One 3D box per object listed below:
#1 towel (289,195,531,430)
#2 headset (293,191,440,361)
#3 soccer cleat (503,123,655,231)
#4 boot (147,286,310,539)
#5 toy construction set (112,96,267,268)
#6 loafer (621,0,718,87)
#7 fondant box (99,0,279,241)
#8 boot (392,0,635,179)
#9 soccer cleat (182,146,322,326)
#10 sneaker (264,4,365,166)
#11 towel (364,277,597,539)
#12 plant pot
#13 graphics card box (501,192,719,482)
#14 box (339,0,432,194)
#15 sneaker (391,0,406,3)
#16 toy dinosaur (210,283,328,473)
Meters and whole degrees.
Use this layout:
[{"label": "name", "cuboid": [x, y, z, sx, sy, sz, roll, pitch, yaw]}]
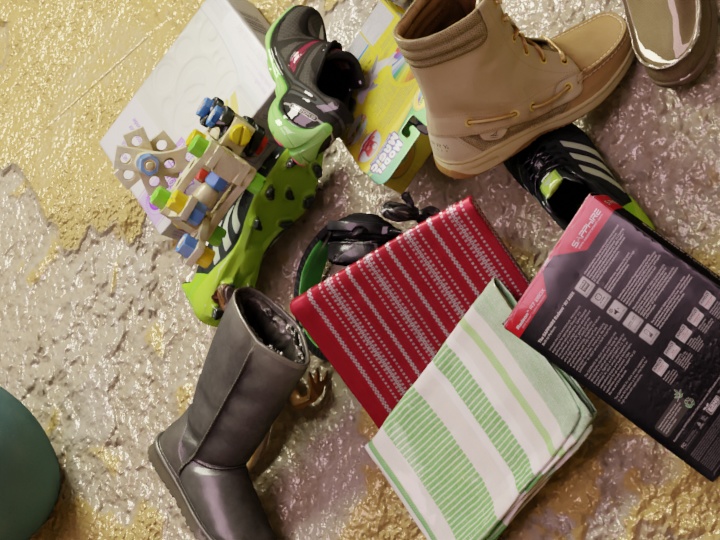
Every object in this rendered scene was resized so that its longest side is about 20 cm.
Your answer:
[{"label": "towel", "cuboid": [0.053, 0.040, 1.642, 0.199, 0.023, 0.145, -30, 102, 28]}, {"label": "headset", "cuboid": [0.000, 0.000, 1.706, 0.200, 0.094, 0.124, -37, 57, 40]}, {"label": "soccer cleat", "cuboid": [0.164, -0.073, 1.598, 0.068, 0.081, 0.200, -52, 51, 16]}, {"label": "boot", "cuboid": [-0.092, 0.142, 1.716, 0.182, 0.072, 0.200, 48, 120, 17]}, {"label": "toy construction set", "cuboid": [-0.146, -0.088, 1.765, 0.132, 0.092, 0.200, -58, 31, 4]}, {"label": "loafer", "cuboid": [0.237, -0.244, 1.595, 0.076, 0.067, 0.201, -17, 67, 35]}, {"label": "fondant box", "cuboid": [-0.146, -0.145, 1.893, 0.200, 0.058, 0.144, -51, 52, 18]}, {"label": "boot", "cuboid": [0.124, -0.184, 1.576, 0.199, 0.156, 0.073, -33, 41, -10]}, {"label": "soccer cleat", "cuboid": [-0.104, -0.044, 1.816, 0.081, 0.067, 0.201, 42, 107, 44]}, {"label": "sneaker", "cuboid": [-0.034, -0.167, 1.731, 0.083, 0.077, 0.201, -28, 38, 17]}, {"label": "towel", "cuboid": [0.094, 0.130, 1.603, 0.153, 0.023, 0.200, 54, 125, 28]}, {"label": "plant pot", "cuboid": [-0.371, 0.202, 1.930, 0.199, 0.134, 0.201, -13, 69, 37]}, {"label": "graphics card box", "cuboid": [0.222, 0.048, 1.488, 0.200, 0.051, 0.126, 36, 102, 15]}, {"label": "box", "cuboid": [0.031, -0.148, 1.707, 0.118, 0.048, 0.200, -55, 25, 14]}, {"label": "sneaker", "cuboid": [0.007, -0.318, 1.810, 0.105, 0.075, 0.200, -54, 43, -3]}, {"label": "toy dinosaur", "cuboid": [-0.086, 0.107, 1.778, 0.106, 0.060, 0.201, -1, 98, 41]}]
